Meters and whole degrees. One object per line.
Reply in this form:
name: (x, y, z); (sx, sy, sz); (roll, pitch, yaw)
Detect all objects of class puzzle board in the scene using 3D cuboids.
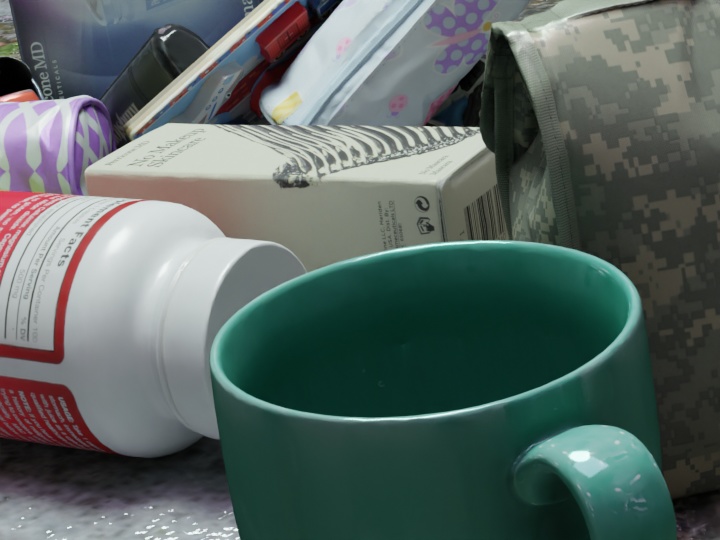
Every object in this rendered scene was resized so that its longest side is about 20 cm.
puzzle board: (-0.037, -0.112, 1.184); (0.200, 0.017, 0.151); (-42, -18, -7)

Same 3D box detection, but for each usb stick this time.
usb stick: (-0.124, -0.093, 1.252); (0.033, 0.055, 0.200); (-48, 7, -23)

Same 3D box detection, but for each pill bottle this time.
pill bottle: (-0.123, 0.023, 0.952); (0.199, 0.113, 0.112); (5, 24, 33)

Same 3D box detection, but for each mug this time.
mug: (0.029, 0.076, 0.736); (0.151, 0.115, 0.185); (-6, 22, 7)

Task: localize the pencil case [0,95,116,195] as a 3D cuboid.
pencil case: (-0.239, -0.055, 1.259); (0.199, 0.086, 0.084); (-3, 13, 18)

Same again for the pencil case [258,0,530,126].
pencil case: (0.034, -0.134, 1.123); (0.200, 0.083, 0.091); (-49, 6, 18)

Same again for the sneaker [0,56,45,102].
sneaker: (-0.239, -0.100, 1.385); (0.075, 0.085, 0.200); (-18, 21, -25)

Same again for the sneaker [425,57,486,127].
sneaker: (0.062, -0.075, 1.233); (0.090, 0.079, 0.200); (17, 0, -23)

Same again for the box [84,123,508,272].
box: (-0.027, -0.027, 1.020); (0.199, 0.069, 0.082); (3, 23, 30)

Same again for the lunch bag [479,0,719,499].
lunch bag: (0.140, -0.025, 0.842); (0.163, 0.201, 0.118); (-12, 20, -8)

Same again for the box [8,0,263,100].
box: (-0.136, -0.202, 1.454); (0.197, 0.201, 0.123); (-9, 20, 2)
